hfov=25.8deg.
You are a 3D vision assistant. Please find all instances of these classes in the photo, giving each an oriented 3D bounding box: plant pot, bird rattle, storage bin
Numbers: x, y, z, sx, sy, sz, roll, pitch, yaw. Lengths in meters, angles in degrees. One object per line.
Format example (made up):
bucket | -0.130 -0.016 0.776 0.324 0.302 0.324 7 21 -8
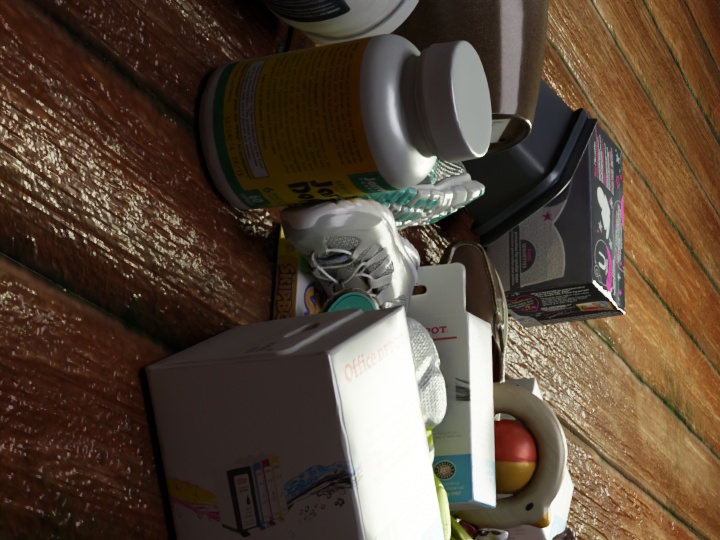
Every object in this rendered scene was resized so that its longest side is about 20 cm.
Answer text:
plant pot | 0.086 -0.207 1.347 0.187 0.185 0.203 31 48 -61
bird rattle | 0.107 0.159 1.427 0.113 0.161 0.203 64 34 -75
storage bin | 0.137 -0.136 1.610 0.135 0.145 0.200 49 32 -8

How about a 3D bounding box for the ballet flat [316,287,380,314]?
ballet flat | -0.014 0.117 1.211 0.064 0.075 0.203 127 -35 -81

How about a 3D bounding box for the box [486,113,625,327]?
box | 0.216 -0.055 1.749 0.115 0.131 0.203 37 51 -55

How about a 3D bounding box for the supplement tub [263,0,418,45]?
supplement tub | -0.040 -0.273 1.201 0.200 0.139 0.142 44 45 -56

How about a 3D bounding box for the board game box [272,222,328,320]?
board game box | -0.042 0.067 1.254 0.095 0.030 0.203 41 45 -57

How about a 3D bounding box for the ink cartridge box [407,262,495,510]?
ink cartridge box | 0.052 0.103 1.347 0.067 0.114 0.203 28 59 -62

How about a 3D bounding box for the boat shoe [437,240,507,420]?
boat shoe | 0.112 0.061 1.514 0.075 0.074 0.205 99 -13 -70

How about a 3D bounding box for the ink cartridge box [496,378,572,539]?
ink cartridge box | 0.154 0.195 1.600 0.116 0.066 0.201 -68 144 -47

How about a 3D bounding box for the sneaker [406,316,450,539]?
sneaker | 0.013 0.141 1.268 0.075 0.104 0.203 16 68 -52

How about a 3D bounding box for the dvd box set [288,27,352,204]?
dvd box set | -0.022 -0.143 1.347 0.147 0.029 0.202 56 35 -47

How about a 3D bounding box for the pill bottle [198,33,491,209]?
pill bottle | -0.009 -0.111 1.154 0.113 0.198 0.114 -7 90 -67

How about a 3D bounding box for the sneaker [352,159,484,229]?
sneaker | 0.035 -0.086 1.362 0.092 0.077 0.200 63 22 6

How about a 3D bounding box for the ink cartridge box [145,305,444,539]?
ink cartridge box | -0.040 0.141 1.086 0.147 0.143 0.203 -25 107 -66

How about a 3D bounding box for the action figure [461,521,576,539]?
action figure | 0.145 0.334 1.522 0.150 0.132 0.202 110 -34 -49

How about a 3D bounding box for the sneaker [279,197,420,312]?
sneaker | 0.000 0.000 1.242 0.200 0.074 0.083 34 54 -58
